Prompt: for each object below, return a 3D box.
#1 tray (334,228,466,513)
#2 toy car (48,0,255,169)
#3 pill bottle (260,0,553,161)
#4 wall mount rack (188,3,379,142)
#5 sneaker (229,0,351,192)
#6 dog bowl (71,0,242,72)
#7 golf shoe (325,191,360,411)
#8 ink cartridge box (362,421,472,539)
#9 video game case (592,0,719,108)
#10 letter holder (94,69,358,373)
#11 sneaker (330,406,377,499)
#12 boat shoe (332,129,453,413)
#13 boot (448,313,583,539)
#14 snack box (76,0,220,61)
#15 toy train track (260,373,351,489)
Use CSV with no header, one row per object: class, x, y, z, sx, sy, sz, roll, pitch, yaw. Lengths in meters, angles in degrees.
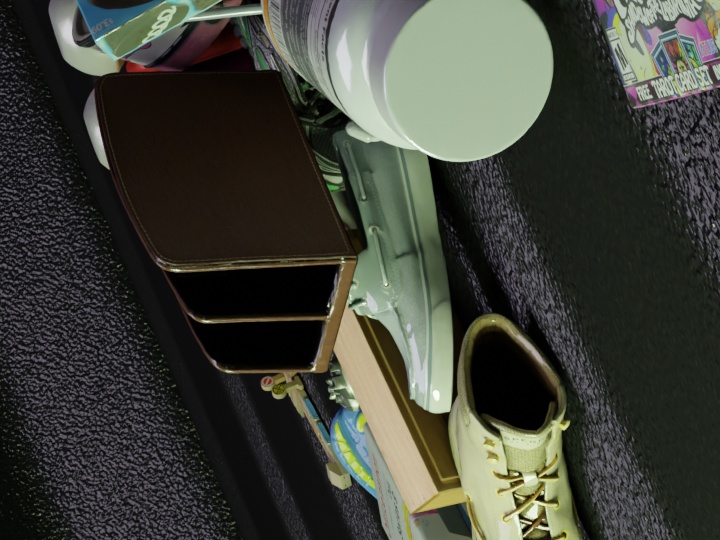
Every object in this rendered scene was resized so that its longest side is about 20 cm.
tray,0.036,0.064,1.790,0.037,0.098,0.201,-40,67,40
toy car,-0.126,-0.153,1.935,0.150,0.174,0.201,-125,17,-60
pill bottle,0.025,-0.132,1.405,0.200,0.116,0.117,-135,25,-63
wall mount rack,-0.044,-0.162,1.641,0.173,0.075,0.200,32,164,5
sneaker,-0.042,-0.144,1.814,0.085,0.078,0.201,101,145,-66
dog bowl,-0.117,-0.225,1.776,0.074,0.201,0.200,30,-179,-18
golf shoe,0.000,0.000,1.902,0.077,0.088,0.201,103,153,-80
ink cartridge box,0.083,0.205,1.870,0.146,0.087,0.201,81,165,-53
video game case,0.123,-0.162,1.064,0.200,0.036,0.182,179,71,-79
letter holder,-0.103,-0.034,1.721,0.201,0.141,0.101,-113,30,-45
sneaker,0.055,0.179,2.033,0.200,0.071,0.083,56,-148,1
boat shoe,0.018,-0.002,1.704,0.070,0.071,0.202,96,166,-75
boot,0.107,0.139,1.649,0.156,0.072,0.201,92,164,-66
snack box,-0.090,-0.225,1.558,0.117,0.199,0.037,63,-175,23
toy train track,-0.064,0.143,2.622,0.115,0.032,0.200,81,162,-51
